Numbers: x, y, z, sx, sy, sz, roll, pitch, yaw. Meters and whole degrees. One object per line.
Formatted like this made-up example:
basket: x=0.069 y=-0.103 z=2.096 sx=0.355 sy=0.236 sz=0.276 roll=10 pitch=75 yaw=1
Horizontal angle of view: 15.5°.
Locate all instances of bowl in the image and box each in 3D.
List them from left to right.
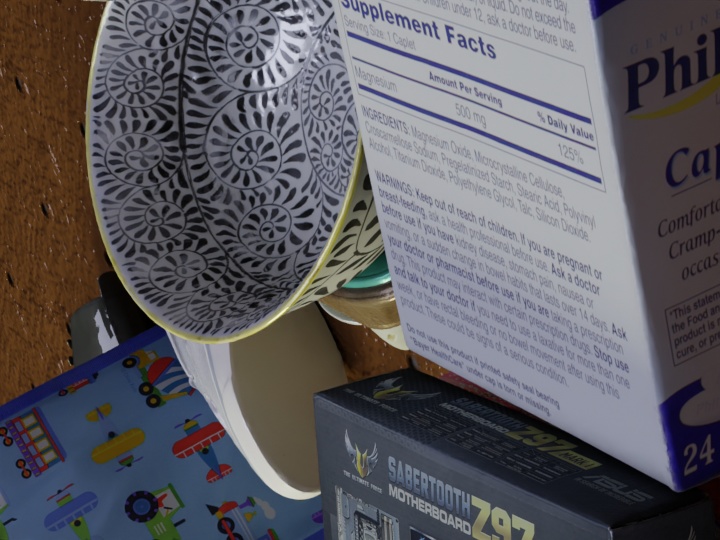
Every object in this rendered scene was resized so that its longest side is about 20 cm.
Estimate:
bowl: x=-0.027 y=-0.068 z=1.157 sx=0.200 sy=0.094 sz=0.202 roll=-2 pitch=87 yaw=51

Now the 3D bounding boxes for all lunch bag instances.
lunch bag: x=-0.116 y=0.121 z=1.403 sx=0.151 sy=0.199 sz=0.094 roll=59 pitch=154 yaw=18

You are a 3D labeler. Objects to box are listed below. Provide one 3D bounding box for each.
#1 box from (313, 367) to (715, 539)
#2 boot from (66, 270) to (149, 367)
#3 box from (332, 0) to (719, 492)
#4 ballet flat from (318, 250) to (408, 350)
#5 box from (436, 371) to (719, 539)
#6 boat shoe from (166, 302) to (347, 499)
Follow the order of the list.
box: x=0.057 y=0.136 z=1.003 sx=0.200 sy=0.051 sz=0.159 roll=19 pitch=119 yaw=55
boot: x=-0.153 y=0.097 z=1.625 sx=0.200 sy=0.077 sz=0.139 roll=-41 pitch=69 yaw=51
box: x=0.085 y=-0.051 z=0.965 sx=0.184 sy=0.105 sz=0.201 roll=26 pitch=135 yaw=55
ballet flat: x=0.000 y=0.000 z=1.242 sx=0.072 sy=0.068 sz=0.200 roll=55 pitch=162 yaw=-24
box: x=0.107 y=0.120 z=1.072 sx=0.200 sy=0.102 sz=0.095 roll=42 pitch=146 yaw=41
boat shoe: x=-0.070 y=0.031 z=1.372 sx=0.201 sy=0.072 sz=0.069 roll=62 pitch=143 yaw=10
